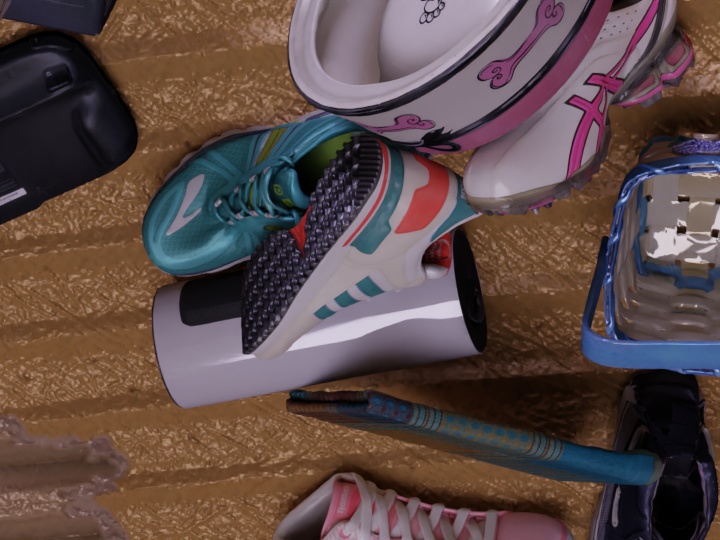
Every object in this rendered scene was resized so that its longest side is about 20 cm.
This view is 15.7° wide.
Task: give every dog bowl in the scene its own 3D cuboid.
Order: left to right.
[{"bbox_3d":[0.057,-0.152,1.439,0.200,0.201,0.074,-33,129,24],"label":"dog bowl"}]

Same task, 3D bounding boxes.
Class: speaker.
[{"bbox_3d":[-0.023,0.030,1.617,0.199,0.081,0.082,-11,120,14],"label":"speaker"}]

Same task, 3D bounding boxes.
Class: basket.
[{"bbox_3d":[0.215,0.002,1.500,0.175,0.200,0.140,4,122,3],"label":"basket"}]

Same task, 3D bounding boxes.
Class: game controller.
[{"bbox_3d":[-0.238,-0.074,1.612,0.199,0.042,0.104,-22,131,19],"label":"game controller"}]

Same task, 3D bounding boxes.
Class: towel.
[{"bbox_3d":[0.068,0.100,1.600,0.199,0.146,0.022,15,81,-21],"label":"towel"}]

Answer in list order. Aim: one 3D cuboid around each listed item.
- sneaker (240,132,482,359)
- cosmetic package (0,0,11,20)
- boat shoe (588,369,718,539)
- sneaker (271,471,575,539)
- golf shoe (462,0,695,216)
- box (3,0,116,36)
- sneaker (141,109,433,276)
[{"bbox_3d":[0.000,-0.001,1.510,0.093,0.071,0.200,14,142,-22],"label":"sneaker"},{"bbox_3d":[-0.257,-0.219,1.304,0.199,0.165,0.166,19,121,-3],"label":"cosmetic package"},{"bbox_3d":[0.187,0.169,1.666,0.074,0.093,0.201,-1,121,-1],"label":"boat shoe"},{"bbox_3d":[0.034,0.179,1.703,0.199,0.076,0.105,-14,124,20],"label":"sneaker"},{"bbox_3d":[0.111,-0.108,1.462,0.072,0.200,0.092,2,128,40],"label":"golf shoe"},{"bbox_3d":[-0.218,-0.257,1.444,0.198,0.124,0.198,11,120,0],"label":"box"},{"bbox_3d":[-0.049,-0.054,1.565,0.199,0.080,0.078,-25,98,18],"label":"sneaker"}]
